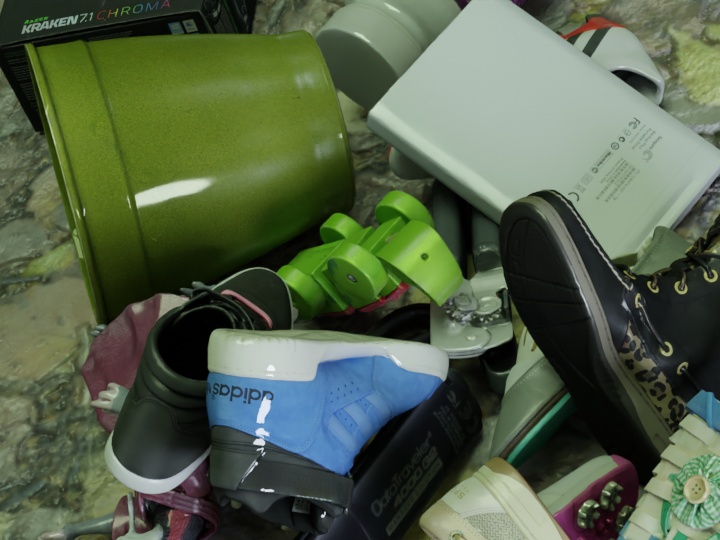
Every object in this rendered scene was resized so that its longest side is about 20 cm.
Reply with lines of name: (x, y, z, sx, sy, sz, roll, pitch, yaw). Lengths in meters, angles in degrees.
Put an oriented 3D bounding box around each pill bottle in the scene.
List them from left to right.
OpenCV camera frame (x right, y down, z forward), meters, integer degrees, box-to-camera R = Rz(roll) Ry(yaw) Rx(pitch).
pill bottle: (0.058, -0.207, 1.609, 0.112, 0.112, 0.200, 21, 58, 37)

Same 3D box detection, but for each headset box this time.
headset box: (-0.175, -0.219, 1.734, 0.174, 0.093, 0.200, -8, 45, 16)

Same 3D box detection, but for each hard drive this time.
hard drive: (0.122, -0.084, 1.458, 0.200, 0.027, 0.132, 37, 67, 12)

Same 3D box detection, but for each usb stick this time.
usb stick: (0.014, 0.131, 1.312, 0.033, 0.056, 0.200, -14, 25, 41)

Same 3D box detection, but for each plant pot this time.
plant pot: (-0.110, -0.078, 1.518, 0.192, 0.201, 0.201, -14, 43, -8)

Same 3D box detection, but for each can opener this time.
can opener: (0.072, 0.004, 1.442, 0.052, 0.067, 0.200, -11, 36, 8)

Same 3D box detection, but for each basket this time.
basket: (0.249, 0.125, 1.183, 0.200, 0.139, 0.176, -47, 46, -9)

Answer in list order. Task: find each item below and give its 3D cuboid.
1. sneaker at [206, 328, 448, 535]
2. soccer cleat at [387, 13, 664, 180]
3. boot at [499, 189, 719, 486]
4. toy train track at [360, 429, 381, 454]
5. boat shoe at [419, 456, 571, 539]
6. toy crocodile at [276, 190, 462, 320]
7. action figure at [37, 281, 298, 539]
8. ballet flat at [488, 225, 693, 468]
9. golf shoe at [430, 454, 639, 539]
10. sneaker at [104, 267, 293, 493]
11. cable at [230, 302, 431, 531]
sneaker: (-0.020, 0.092, 1.272, 0.077, 0.200, 0.112, 6, 91, 31)
soccer cleat: (0.114, -0.107, 1.517, 0.200, 0.069, 0.085, -26, 49, -16)
boot: (0.176, 0.009, 1.300, 0.151, 0.200, 0.073, -39, 20, -23)
toy train track: (-0.010, 0.153, 1.345, 0.114, 0.033, 0.200, -5, 45, 19)
boat shoe: (0.109, 0.195, 1.181, 0.065, 0.072, 0.200, -36, 80, -9)
toy crocodile: (0.000, 0.000, 1.434, 0.068, 0.062, 0.200, -48, 15, -27)
action figure: (-0.119, 0.116, 1.406, 0.149, 0.134, 0.200, 10, 52, -25)
ballet flat: (0.134, 0.044, 1.361, 0.200, 0.067, 0.064, -39, 72, -22)
golf shoe: (0.073, 0.167, 1.266, 0.200, 0.075, 0.091, -41, 47, -19)
sneaker: (-0.078, 0.040, 1.326, 0.071, 0.099, 0.200, 32, 41, 4)
cable: (-0.016, 0.087, 1.388, 0.097, 0.050, 0.200, 7, 33, 28)
